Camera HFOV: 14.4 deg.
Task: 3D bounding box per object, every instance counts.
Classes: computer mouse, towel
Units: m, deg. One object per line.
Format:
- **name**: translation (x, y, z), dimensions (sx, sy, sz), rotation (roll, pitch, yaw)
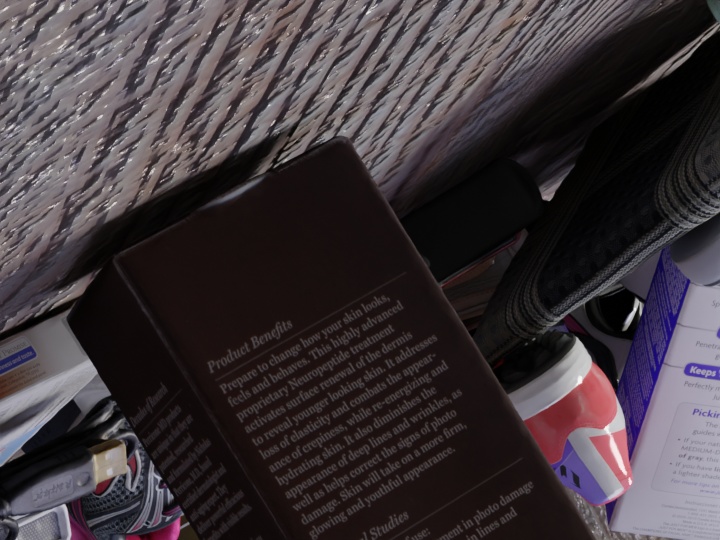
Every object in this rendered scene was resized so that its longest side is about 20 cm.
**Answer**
- **computer mouse**: translation (-0.150, 0.105, 1.080), dimensions (0.109, 0.044, 0.200), rotation (-30, 168, -26)
- **towel**: translation (0.145, -0.053, 1.281), dimensions (0.192, 0.035, 0.200), rotation (-40, -169, 40)

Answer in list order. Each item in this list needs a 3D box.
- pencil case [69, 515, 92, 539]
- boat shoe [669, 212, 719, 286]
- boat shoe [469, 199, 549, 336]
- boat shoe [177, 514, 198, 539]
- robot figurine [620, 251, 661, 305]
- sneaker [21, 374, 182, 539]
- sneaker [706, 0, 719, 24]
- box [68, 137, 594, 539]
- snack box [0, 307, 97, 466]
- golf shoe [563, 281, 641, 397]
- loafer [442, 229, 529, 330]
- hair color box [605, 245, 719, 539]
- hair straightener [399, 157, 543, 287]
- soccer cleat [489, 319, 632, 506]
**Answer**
- **pencil case**: translation (-0.165, 0.155, 1.349), dimensions (0.200, 0.093, 0.091), rotation (126, -12, -75)
- **boat shoe**: translation (0.202, -0.049, 1.269), dimensions (0.069, 0.057, 0.200), rotation (-34, -167, 46)
- **boat shoe**: translation (0.027, 0.030, 1.460), dimensions (0.200, 0.071, 0.064), rotation (-41, 173, 1)
- **boat shoe**: translation (-0.107, 0.119, 1.479), dimensions (0.073, 0.065, 0.200), rotation (-21, 153, -8)
- **robot figurine**: translation (0.206, -0.047, 1.465), dimensions (0.200, 0.125, 0.150), rotation (-26, 162, -44)
- **sneaker**: translation (-0.078, 0.061, 1.158), dimensions (0.080, 0.075, 0.200), rotation (-30, 172, -23)
- **sneaker**: translation (0.193, -0.123, 1.112), dimensions (0.118, 0.074, 0.200), rotation (-31, 172, 9)
- **box**: translation (-0.003, 0.068, 0.968), dimensions (0.100, 0.201, 0.075), rotation (-28, 174, -28)
- **snack box**: translation (-0.161, 0.073, 1.075), dimensions (0.072, 0.024, 0.200), rotation (-28, 171, -40)
- **golf shoe**: translation (0.115, 0.028, 1.525), dimensions (0.092, 0.073, 0.200), rotation (-39, -154, 11)
- **loafer**: translation (0.003, 0.037, 1.397), dimensions (0.200, 0.063, 0.072), rotation (-36, 173, 20)
- **hair color box**: translation (0.191, 0.041, 1.377), dimensions (0.109, 0.065, 0.201), rotation (8, 129, -9)
- **hair straightener**: translation (0.000, 0.000, 1.276), dimensions (0.199, 0.041, 0.077), rotation (-25, 170, -24)
- **soccer cleat**: translation (0.085, 0.064, 1.327), dimensions (0.068, 0.073, 0.200), rotation (-33, -175, -1)
